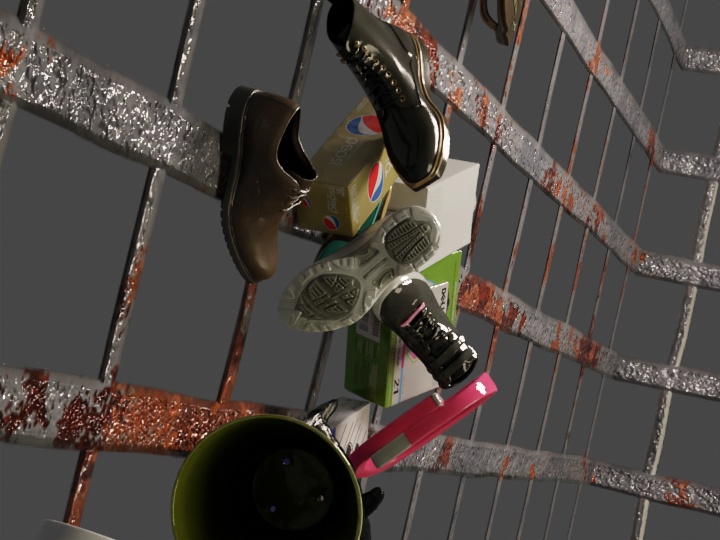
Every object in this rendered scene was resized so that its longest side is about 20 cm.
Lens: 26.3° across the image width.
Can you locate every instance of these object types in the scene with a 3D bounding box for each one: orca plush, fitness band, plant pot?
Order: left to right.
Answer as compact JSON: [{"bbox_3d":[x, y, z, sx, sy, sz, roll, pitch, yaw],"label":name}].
[{"bbox_3d":[-0.081,0.236,1.572,0.200,0.187,0.187,24,78,-84],"label":"plant pot"},{"bbox_3d":[-0.008,0.241,1.730,0.105,0.071,0.200,-57,140,-77],"label":"orca plush"},{"bbox_3d":[0.071,0.183,1.809,0.200,0.037,0.144,-36,170,14],"label":"fitness band"}]

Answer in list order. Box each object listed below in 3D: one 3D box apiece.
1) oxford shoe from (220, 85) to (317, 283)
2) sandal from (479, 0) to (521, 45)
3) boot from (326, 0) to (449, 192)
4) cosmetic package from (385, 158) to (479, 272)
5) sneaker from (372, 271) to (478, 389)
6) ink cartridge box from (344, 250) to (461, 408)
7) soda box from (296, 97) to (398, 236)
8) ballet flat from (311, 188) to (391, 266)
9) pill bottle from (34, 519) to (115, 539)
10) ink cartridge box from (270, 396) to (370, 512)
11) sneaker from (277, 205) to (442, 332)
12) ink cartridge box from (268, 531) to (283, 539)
[{"bbox_3d":[-0.087,-0.074,1.489,0.073,0.084,0.200,-49,146,-56],"label":"oxford shoe"},{"bbox_3d":[0.192,-0.370,2.121,0.200,0.055,0.082,66,44,-80],"label":"sandal"},{"bbox_3d":[0.019,-0.190,1.629,0.138,0.077,0.200,30,38,-47],"label":"boot"},{"bbox_3d":[0.078,-0.074,1.932,0.200,0.081,0.113,-27,126,-66],"label":"cosmetic package"},{"bbox_3d":[0.081,0.071,1.754,0.071,0.099,0.200,-42,151,-2],"label":"sneaker"},{"bbox_3d":[0.078,0.068,1.919,0.200,0.076,0.148,-17,119,-42],"label":"ink cartridge box"},{"bbox_3d":[-0.002,-0.118,1.706,0.200,0.068,0.064,-53,146,-49],"label":"soda box"},{"bbox_3d":[-0.008,-0.025,1.755,0.063,0.069,0.200,93,18,-65],"label":"ballet flat"},{"bbox_3d":[-0.248,0.308,1.229,0.112,0.112,0.200,53,52,-64],"label":"pill bottle"},{"bbox_3d":[-0.047,0.221,1.808,0.200,0.044,0.094,-27,124,-65],"label":"ink cartridge box"},{"bbox_3d":[0.000,0.000,1.673,0.078,0.200,0.099,59,3,-7],"label":"sneaker"},{"bbox_3d":[-0.057,0.386,1.638,0.084,0.200,0.176,-49,170,23],"label":"ink cartridge box"}]
